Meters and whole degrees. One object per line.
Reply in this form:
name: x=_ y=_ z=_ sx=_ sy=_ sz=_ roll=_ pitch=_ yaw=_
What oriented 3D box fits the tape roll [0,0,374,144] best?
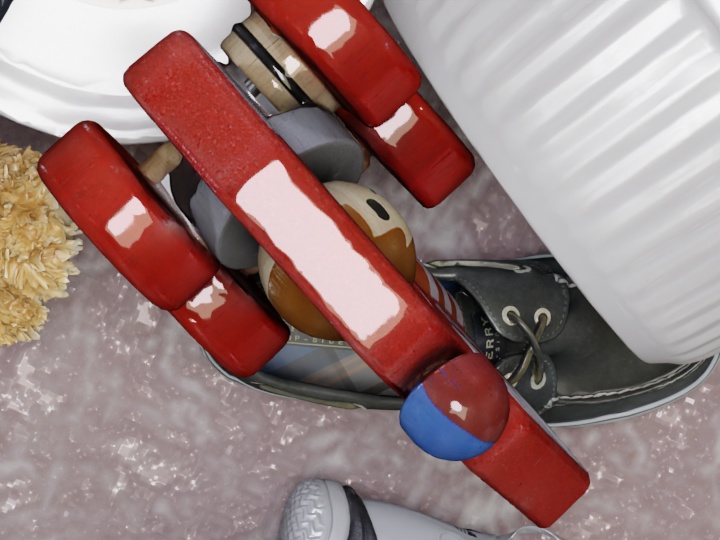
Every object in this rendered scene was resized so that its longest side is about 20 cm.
tape roll: x=-0.084 y=-0.145 z=0.964 sx=0.202 sy=0.071 sz=0.203 roll=-1 pitch=97 yaw=-7

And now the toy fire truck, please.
toy fire truck: x=0.000 y=0.000 z=0.871 sx=0.112 sy=0.200 sz=0.168 roll=-43 pitch=68 yaw=0

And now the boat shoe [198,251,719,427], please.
boat shoe: x=0.040 y=0.027 z=1.004 sx=0.199 sy=0.057 sz=0.069 roll=1 pitch=96 yaw=-6

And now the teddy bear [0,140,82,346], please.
teddy bear: x=-0.179 y=-0.047 z=0.936 sx=0.200 sy=0.145 sz=0.067 roll=47 pitch=68 yaw=-15

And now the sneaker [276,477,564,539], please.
sneaker: x=0.017 y=0.181 z=1.010 sx=0.114 sy=0.075 sz=0.201 roll=6 pitch=93 yaw=-4

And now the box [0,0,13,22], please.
box: x=-0.185 y=-0.111 z=0.812 sx=0.148 sy=0.200 sz=0.107 roll=13 pitch=134 yaw=7

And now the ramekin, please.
ramekin: x=0.094 y=-0.062 z=0.933 sx=0.105 sy=0.200 sz=0.200 roll=-36 pitch=99 yaw=7
